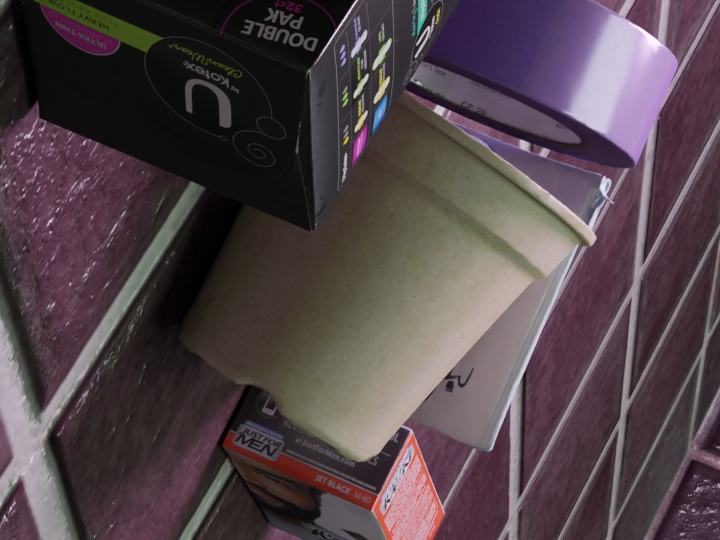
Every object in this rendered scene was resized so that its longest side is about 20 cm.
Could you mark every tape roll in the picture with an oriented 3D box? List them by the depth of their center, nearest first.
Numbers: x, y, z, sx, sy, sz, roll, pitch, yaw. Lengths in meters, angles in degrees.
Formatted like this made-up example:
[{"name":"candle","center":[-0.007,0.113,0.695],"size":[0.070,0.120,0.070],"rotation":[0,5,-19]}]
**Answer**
[{"name":"tape roll","center":[0.077,-0.127,1.480],"size":[0.066,0.200,0.200],"rotation":[-66,165,-4]}]

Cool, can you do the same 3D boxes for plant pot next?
[{"name":"plant pot","center":[0.000,0.000,1.469],"size":[0.184,0.200,0.200],"rotation":[-56,164,0]}]

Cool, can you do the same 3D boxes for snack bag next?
[{"name":"snack bag","center":[0.044,0.003,1.590],"size":[0.021,0.200,0.189],"rotation":[24,90,-47]}]

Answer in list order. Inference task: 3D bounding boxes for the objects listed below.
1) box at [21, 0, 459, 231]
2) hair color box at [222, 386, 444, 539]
[{"name":"box","center":[-0.039,-0.148,1.158],"size":[0.200,0.148,0.124],"rotation":[-58,163,-29]},{"name":"hair color box","center":[-0.015,0.139,1.715],"size":[0.064,0.111,0.200],"rotation":[-63,163,-16]}]
